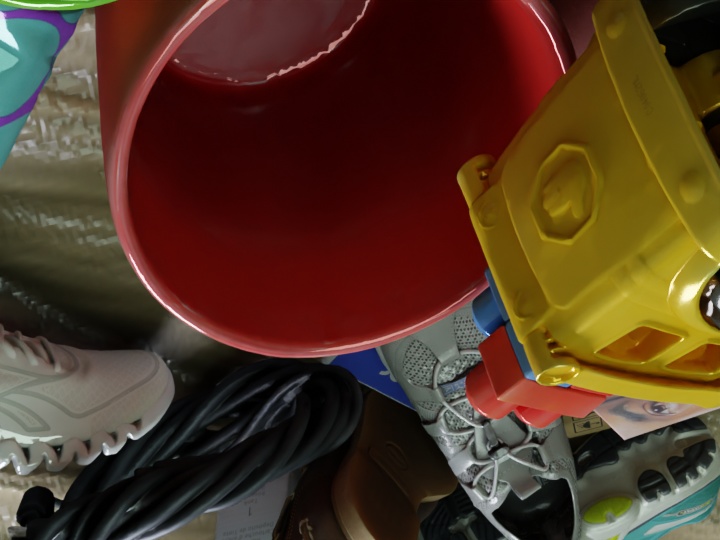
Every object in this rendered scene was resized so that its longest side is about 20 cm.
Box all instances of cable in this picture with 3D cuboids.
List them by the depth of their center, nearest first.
[{"bbox_3d":[-0.092,0.096,1.038,0.200,0.163,0.051,-24,93,13],"label":"cable"}]

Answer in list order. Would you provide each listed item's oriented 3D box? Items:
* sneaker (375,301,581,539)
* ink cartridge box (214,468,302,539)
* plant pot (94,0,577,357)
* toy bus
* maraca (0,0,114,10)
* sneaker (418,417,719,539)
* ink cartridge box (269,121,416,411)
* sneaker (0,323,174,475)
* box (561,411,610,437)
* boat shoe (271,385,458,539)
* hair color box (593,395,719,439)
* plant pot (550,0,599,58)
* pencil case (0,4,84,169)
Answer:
[{"bbox_3d":[0.072,0.075,1.066,0.075,0.082,0.200,-30,132,7],"label":"sneaker"},{"bbox_3d":[-0.027,0.200,1.109,0.047,0.200,0.160,-14,133,15],"label":"ink cartridge box"},{"bbox_3d":[-0.028,-0.093,0.895,0.200,0.177,0.201,-11,129,-13],"label":"plant pot"},{"bbox_3d":[0.135,-0.003,0.842,0.200,0.136,0.192,11,136,-40],"label":"toy bus"},{"bbox_3d":[-0.144,-0.177,0.802,0.137,0.200,0.107,-55,173,-19],"label":"maraca"},{"bbox_3d":[0.118,0.151,1.209,0.200,0.078,0.080,-21,139,-3],"label":"sneaker"},{"bbox_3d":[0.000,0.000,1.065,0.200,0.044,0.094,29,114,-35],"label":"ink cartridge box"},{"bbox_3d":[-0.185,0.054,1.026,0.200,0.075,0.081,-6,109,-22],"label":"sneaker"},{"bbox_3d":[0.175,0.026,1.093,0.163,0.021,0.200,-14,153,3],"label":"box"},{"bbox_3d":[-0.003,0.113,1.074,0.070,0.200,0.070,-38,91,19],"label":"boat shoe"},{"bbox_3d":[0.191,0.007,0.966,0.200,0.064,0.111,-20,154,17],"label":"hair color box"},{"bbox_3d":[0.147,-0.151,0.918,0.201,0.201,0.195,3,133,-22],"label":"plant pot"},{"bbox_3d":[-0.200,-0.060,0.919,0.092,0.085,0.200,0,130,-53],"label":"pencil case"}]
